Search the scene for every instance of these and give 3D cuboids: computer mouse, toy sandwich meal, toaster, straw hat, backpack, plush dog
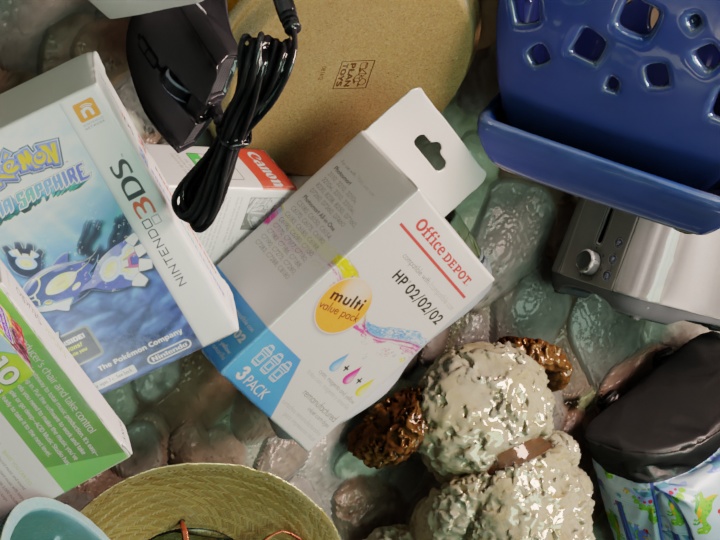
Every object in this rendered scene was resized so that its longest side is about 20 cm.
[{"bbox_3d":[-0.088,-0.131,1.170,0.046,0.201,0.141,16,126,-24],"label":"computer mouse"},{"bbox_3d":[-0.012,-0.145,1.308,0.204,0.070,0.206,-16,140,-14],"label":"toy sandwich meal"},{"bbox_3d":[0.236,-0.024,1.517,0.199,0.113,0.130,13,95,-38],"label":"toaster"},{"bbox_3d":[-0.116,0.193,1.336,0.200,0.085,0.202,-6,109,-18],"label":"straw hat"},{"bbox_3d":[0.260,0.177,1.601,0.163,0.153,0.201,-32,136,-32],"label":"backpack"},{"bbox_3d":[0.091,0.134,1.455,0.199,0.160,0.173,-23,95,-29],"label":"plush dog"}]

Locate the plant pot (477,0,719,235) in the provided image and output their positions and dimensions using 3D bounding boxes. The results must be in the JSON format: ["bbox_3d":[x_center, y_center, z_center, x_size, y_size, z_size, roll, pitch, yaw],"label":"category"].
[{"bbox_3d":[0.183,-0.140,1.348,0.200,0.199,0.181,-47,154,-69],"label":"plant pot"}]

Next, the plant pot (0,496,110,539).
[{"bbox_3d":[-0.220,0.259,1.190,0.195,0.201,0.200,-28,129,15],"label":"plant pot"}]

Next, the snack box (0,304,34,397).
[{"bbox_3d":[-0.289,0.052,1.085,0.200,0.053,0.142,-35,125,3],"label":"snack box"}]

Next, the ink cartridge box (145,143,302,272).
[{"bbox_3d":[-0.092,-0.017,1.290,0.199,0.050,0.109,0,124,-38],"label":"ink cartridge box"}]

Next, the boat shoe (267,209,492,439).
[{"bbox_3d":[0.005,0.033,1.396,0.200,0.072,0.062,-42,116,-32],"label":"boat shoe"}]

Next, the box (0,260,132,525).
[{"bbox_3d":[-0.248,0.094,1.182,0.199,0.036,0.145,-28,125,5],"label":"box"}]

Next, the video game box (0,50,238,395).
[{"bbox_3d":[-0.193,-0.001,1.184,0.199,0.047,0.183,-25,121,5],"label":"video game box"}]

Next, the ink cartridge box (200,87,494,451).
[{"bbox_3d":[0.000,0.000,1.285,0.200,0.068,0.115,-43,140,1],"label":"ink cartridge box"}]

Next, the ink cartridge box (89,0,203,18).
[{"bbox_3d":[-0.148,-0.251,1.132,0.200,0.084,0.146,41,57,-39],"label":"ink cartridge box"}]
